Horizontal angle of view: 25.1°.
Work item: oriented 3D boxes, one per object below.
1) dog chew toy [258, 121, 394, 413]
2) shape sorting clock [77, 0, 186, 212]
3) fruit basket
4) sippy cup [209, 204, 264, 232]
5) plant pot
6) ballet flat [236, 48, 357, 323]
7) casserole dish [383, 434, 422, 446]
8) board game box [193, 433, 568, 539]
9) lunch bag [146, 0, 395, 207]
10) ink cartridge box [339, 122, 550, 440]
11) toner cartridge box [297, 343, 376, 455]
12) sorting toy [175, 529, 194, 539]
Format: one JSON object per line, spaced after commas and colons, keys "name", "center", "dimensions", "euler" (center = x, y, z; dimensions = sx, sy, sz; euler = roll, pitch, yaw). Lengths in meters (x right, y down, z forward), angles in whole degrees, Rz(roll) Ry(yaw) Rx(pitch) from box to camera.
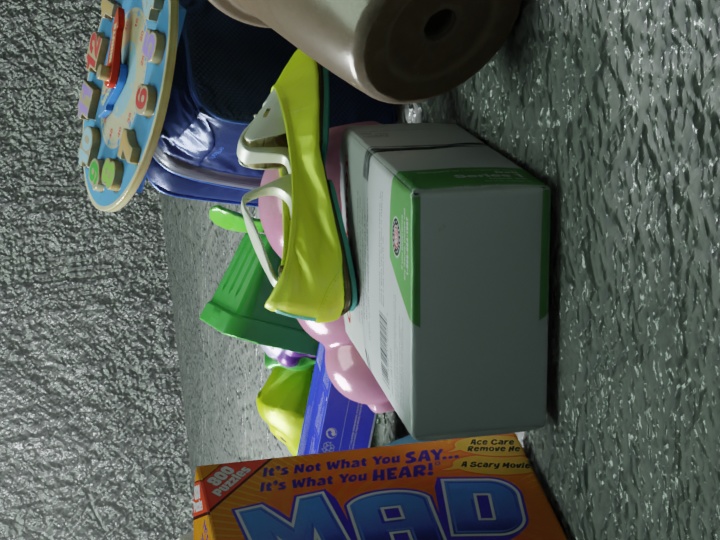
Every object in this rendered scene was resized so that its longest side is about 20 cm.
{"name": "dog chew toy", "center": [0.000, 0.000, 1.139], "dimensions": [0.125, 0.124, 0.201], "euler": [174, 84, -78]}
{"name": "shape sorting clock", "center": [-0.177, -0.144, 1.207], "dimensions": [0.200, 0.039, 0.201], "euler": [-170, 90, -68]}
{"name": "fruit basket", "center": [-0.061, 0.076, 1.420], "dimensions": [0.216, 0.155, 0.217], "euler": [-166, 90, -78]}
{"name": "sippy cup", "center": [-0.097, -0.130, 1.433], "dimensions": [0.178, 0.129, 0.140], "euler": [-90, 13, -60]}
{"name": "plant pot", "center": [0.006, -0.195, 0.935], "dimensions": [0.175, 0.199, 0.201], "euler": [54, 151, 34]}
{"name": "ballet flat", "center": [-0.046, -0.061, 1.042], "dimensions": [0.067, 0.067, 0.201], "euler": [108, 157, -67]}
{"name": "casserole dish", "center": [0.028, 0.191, 1.254], "dimensions": [0.200, 0.039, 0.122], "euler": [137, 127, -74]}
{"name": "board game box", "center": [0.016, 0.241, 0.928], "dimensions": [0.200, 0.198, 0.201], "euler": [-113, 22, -55]}
{"name": "lunch bag", "center": [-0.074, -0.129, 1.265], "dimensions": [0.132, 0.199, 0.137], "euler": [-46, 45, 50]}
{"name": "ink cartridge box", "center": [0.046, -0.002, 0.979], "dimensions": [0.200, 0.084, 0.147], "euler": [-125, 33, -71]}
{"name": "toner cartridge box", "center": [-0.012, 0.092, 1.282], "dimensions": [0.095, 0.043, 0.201], "euler": [-113, 34, -74]}
{"name": "sorting toy", "center": [-0.038, 0.263, 1.375], "dimensions": [0.200, 0.107, 0.180], "euler": [49, -173, 6]}
